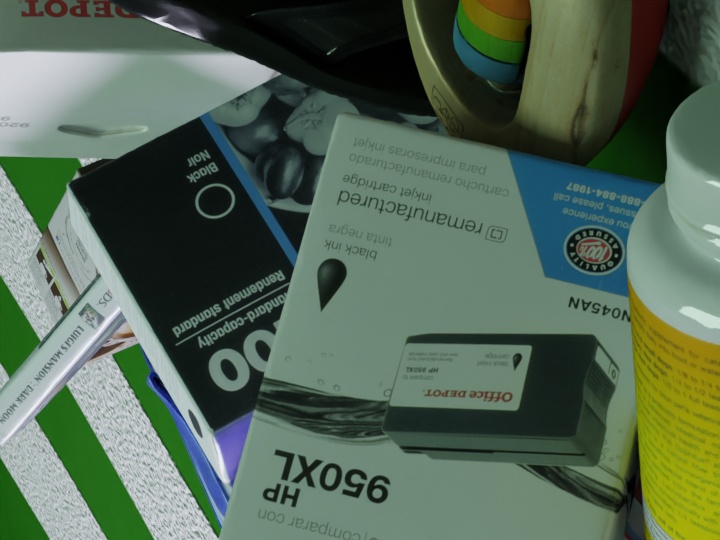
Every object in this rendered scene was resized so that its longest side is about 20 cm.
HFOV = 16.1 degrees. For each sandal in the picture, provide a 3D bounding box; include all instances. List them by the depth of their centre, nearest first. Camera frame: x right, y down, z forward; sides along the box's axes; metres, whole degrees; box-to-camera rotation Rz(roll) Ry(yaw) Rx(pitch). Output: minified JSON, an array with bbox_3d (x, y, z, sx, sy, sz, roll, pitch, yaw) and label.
[{"bbox_3d":[-0.017,-0.116,1.079,0.048,0.200,0.075,-53,33,42],"label":"sandal"}]

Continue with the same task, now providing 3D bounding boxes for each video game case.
[{"bbox_3d":[-0.098,-0.013,1.297,0.023,0.200,0.182,43,135,-1],"label":"video game case"}]

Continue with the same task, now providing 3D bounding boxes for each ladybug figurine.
[{"bbox_3d":[0.072,-0.114,1.003,0.136,0.072,0.200,56,157,26],"label":"ladybug figurine"}]

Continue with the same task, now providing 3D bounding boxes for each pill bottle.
[{"bbox_3d":[0.151,0.032,0.904,0.109,0.109,0.200,43,149,48],"label":"pill bottle"}]

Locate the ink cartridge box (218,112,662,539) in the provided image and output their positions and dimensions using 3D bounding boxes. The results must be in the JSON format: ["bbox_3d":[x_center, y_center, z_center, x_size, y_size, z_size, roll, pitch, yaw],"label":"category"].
[{"bbox_3d":[0.037,0.057,0.987,0.084,0.145,0.200,62,-138,-75],"label":"ink cartridge box"}]

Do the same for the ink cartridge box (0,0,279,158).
[{"bbox_3d":[-0.128,-0.169,1.249,0.145,0.147,0.200,133,133,-66],"label":"ink cartridge box"}]

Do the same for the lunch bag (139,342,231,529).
[{"bbox_3d":[-0.022,0.066,1.301,0.200,0.160,0.076,64,159,7],"label":"lunch bag"}]

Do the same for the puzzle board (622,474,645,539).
[{"bbox_3d":[0.090,0.105,1.022,0.200,0.151,0.017,47,174,15],"label":"puzzle board"}]

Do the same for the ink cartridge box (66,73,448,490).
[{"bbox_3d":[0.000,0.000,1.124,0.200,0.198,0.043,57,169,23],"label":"ink cartridge box"}]

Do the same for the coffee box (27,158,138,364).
[{"bbox_3d":[-0.122,-0.017,1.534,0.080,0.113,0.200,64,160,8],"label":"coffee box"}]
